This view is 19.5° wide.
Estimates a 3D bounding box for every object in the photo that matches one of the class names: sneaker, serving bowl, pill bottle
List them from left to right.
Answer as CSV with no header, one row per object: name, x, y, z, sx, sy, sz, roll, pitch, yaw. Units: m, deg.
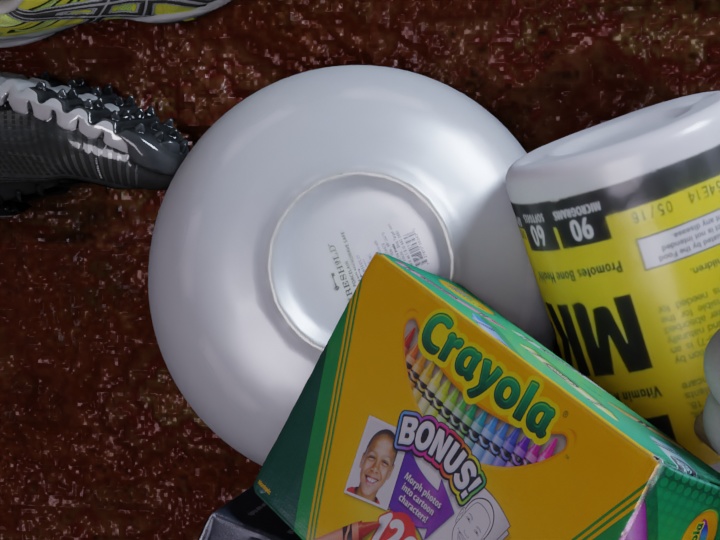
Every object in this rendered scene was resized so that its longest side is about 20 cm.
sneaker,-0.177,-0.056,1.042,0.198,0.066,0.091,16,103,17
sneaker,-0.126,-0.150,1.009,0.198,0.076,0.076,-17,90,15
serving bowl,0.000,0.000,0.964,0.198,0.066,0.202,0,85,-3
pill bottle,0.146,0.032,0.929,0.113,0.114,0.202,-17,98,16

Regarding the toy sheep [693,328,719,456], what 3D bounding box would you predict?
toy sheep,0.192,0.049,0.804,0.137,0.138,0.202,8,112,14

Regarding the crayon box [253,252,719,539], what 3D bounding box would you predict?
crayon box,0.049,0.089,0.842,0.200,0.058,0.119,37,101,50

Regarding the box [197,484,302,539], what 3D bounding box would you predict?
box,0.026,0.177,0.965,0.199,0.148,0.105,21,101,13
